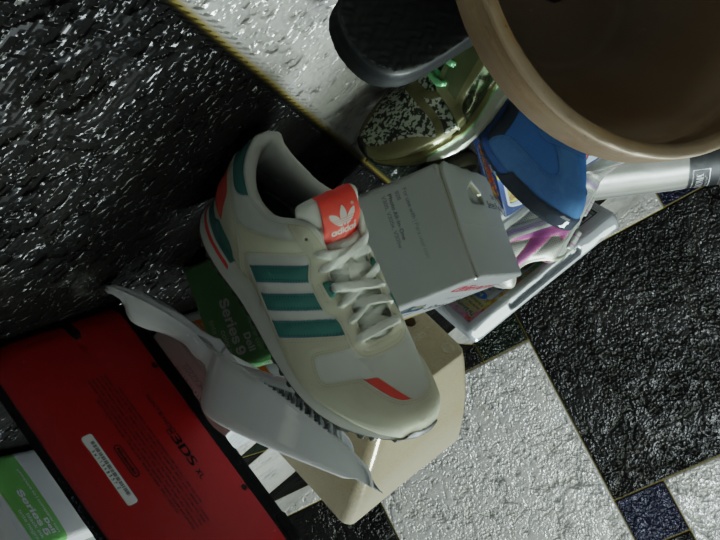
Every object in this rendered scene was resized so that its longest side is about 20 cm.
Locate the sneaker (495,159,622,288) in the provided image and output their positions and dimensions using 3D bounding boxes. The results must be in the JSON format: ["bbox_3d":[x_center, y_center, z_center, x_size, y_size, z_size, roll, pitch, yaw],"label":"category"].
[{"bbox_3d":[0.170,-0.058,0.940,0.200,0.088,0.081,-35,-157,-5],"label":"sneaker"}]

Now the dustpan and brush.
[{"bbox_3d":[-0.075,0.069,0.639,0.140,0.200,0.057,151,-40,-84],"label":"dustpan and brush"}]

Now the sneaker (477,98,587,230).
[{"bbox_3d":[0.123,-0.113,0.679,0.078,0.066,0.200,-44,-148,31],"label":"sneaker"}]

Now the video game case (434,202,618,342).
[{"bbox_3d":[0.134,-0.029,1.036,0.182,0.024,0.200,-39,-148,-5],"label":"video game case"}]

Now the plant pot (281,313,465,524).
[{"bbox_3d":[0.008,0.128,1.170,0.200,0.200,0.177,-31,155,-35],"label":"plant pot"}]

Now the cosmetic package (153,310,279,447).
[{"bbox_3d":[-0.093,0.081,0.863,0.071,0.101,0.200,-46,168,25],"label":"cosmetic package"}]

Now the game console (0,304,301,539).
[{"bbox_3d":[-0.144,0.137,0.665,0.119,0.200,0.172,-47,166,33],"label":"game console"}]

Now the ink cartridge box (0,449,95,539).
[{"bbox_3d":[-0.283,0.219,0.829,0.145,0.084,0.200,-41,168,8],"label":"ink cartridge box"}]

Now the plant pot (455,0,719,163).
[{"bbox_3d":[0.118,-0.151,0.500,0.201,0.201,0.093,-35,-165,-19],"label":"plant pot"}]

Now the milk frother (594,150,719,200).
[{"bbox_3d":[0.329,-0.193,1.110,0.188,0.200,0.181,-6,144,9],"label":"milk frother"}]

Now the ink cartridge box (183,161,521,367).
[{"bbox_3d":[0.000,0.000,0.735,0.200,0.088,0.145,-23,173,19],"label":"ink cartridge box"}]

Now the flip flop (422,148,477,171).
[{"bbox_3d":[0.057,-0.040,0.980,0.081,0.058,0.200,-27,163,-46],"label":"flip flop"}]

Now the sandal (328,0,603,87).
[{"bbox_3d":[0.067,-0.156,0.563,0.200,0.075,0.048,-25,174,-22],"label":"sandal"}]

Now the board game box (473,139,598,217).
[{"bbox_3d":[0.187,-0.132,0.823,0.200,0.034,0.135,-32,157,1],"label":"board game box"}]

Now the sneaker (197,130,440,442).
[{"bbox_3d":[-0.019,0.005,0.582,0.070,0.200,0.093,-22,154,-37],"label":"sneaker"}]

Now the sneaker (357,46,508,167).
[{"bbox_3d":[0.067,-0.149,0.641,0.200,0.077,0.089,-40,137,9],"label":"sneaker"}]
